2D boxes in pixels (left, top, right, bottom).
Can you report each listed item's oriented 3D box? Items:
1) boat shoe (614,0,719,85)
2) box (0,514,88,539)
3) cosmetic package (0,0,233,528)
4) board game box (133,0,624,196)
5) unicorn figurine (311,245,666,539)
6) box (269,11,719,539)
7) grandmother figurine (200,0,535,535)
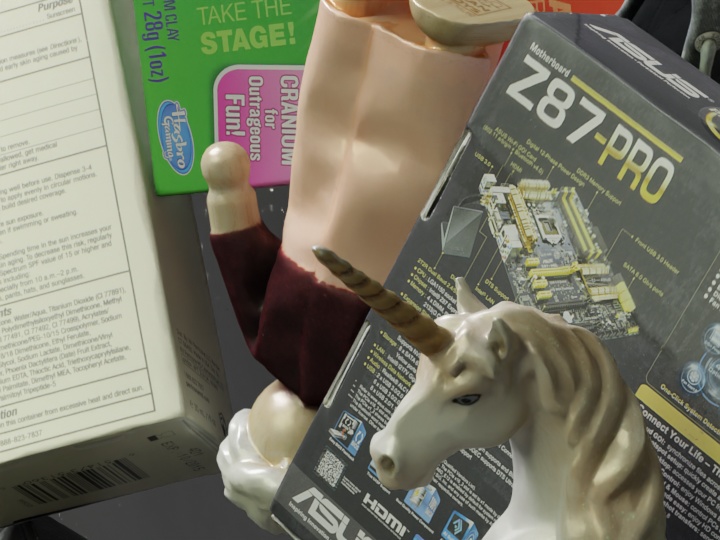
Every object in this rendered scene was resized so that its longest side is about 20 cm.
[{"bbox_3d":[0.077,-0.027,0.768,0.200,0.068,0.072,120,141,-53],"label":"boat shoe"},{"bbox_3d":[-0.142,0.211,0.935,0.200,0.047,0.193,-48,37,12],"label":"box"},{"bbox_3d":[-0.115,-0.019,0.969,0.105,0.071,0.200,-14,69,9],"label":"cosmetic package"},{"bbox_3d":[0.015,-0.107,0.888,0.200,0.040,0.153,-4,95,33],"label":"board game box"},{"bbox_3d":[0.053,0.095,0.632,0.137,0.200,0.074,-60,-12,25],"label":"unicorn figurine"},{"bbox_3d":[0.085,0.054,0.670,0.200,0.049,0.161,39,117,29],"label":"box"},{"bbox_3d":[0.000,0.000,0.861,0.121,0.061,0.200,36,123,34],"label":"grandmother figurine"}]
